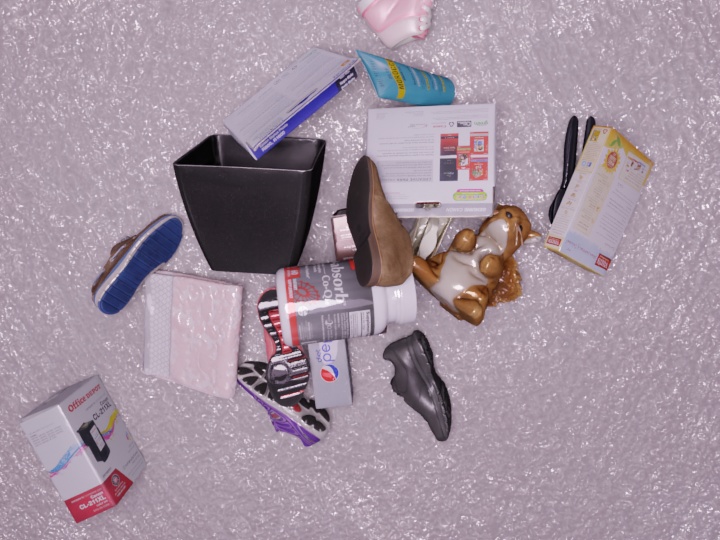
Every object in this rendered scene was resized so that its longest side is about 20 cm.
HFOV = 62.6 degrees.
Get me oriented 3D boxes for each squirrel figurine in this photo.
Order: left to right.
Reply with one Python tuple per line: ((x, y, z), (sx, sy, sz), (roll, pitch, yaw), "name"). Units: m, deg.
((0.198, -0.014, 0.954), (0.141, 0.200, 0.187), (37, 84, 28), "squirrel figurine")

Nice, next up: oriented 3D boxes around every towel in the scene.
((-0.297, 0.108, 1.036), (0.188, 0.032, 0.203), (10, 102, 16), "towel")

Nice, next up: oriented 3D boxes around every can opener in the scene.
((0.352, -0.150, 0.964), (0.062, 0.079, 0.203), (12, 92, 8), "can opener")

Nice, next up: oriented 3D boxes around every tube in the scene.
((0.070, -0.279, 0.887), (0.050, 0.199, 0.078), (-40, 70, 36), "tube")

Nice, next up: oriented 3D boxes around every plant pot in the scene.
((-0.163, -0.103, 0.938), (0.197, 0.200, 0.180), (4, 114, 2), "plant pot")

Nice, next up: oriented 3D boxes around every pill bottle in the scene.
((-0.022, 0.043, 0.884), (0.197, 0.116, 0.118), (-7, 101, -6), "pill bottle")

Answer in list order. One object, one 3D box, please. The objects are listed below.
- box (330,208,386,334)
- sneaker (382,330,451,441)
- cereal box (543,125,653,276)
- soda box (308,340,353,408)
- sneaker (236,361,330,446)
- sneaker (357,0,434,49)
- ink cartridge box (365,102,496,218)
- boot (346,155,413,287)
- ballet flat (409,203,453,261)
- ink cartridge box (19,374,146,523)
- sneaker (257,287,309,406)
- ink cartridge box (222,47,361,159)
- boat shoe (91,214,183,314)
((0.000, 0.000, 0.989), (0.074, 0.100, 0.203), (-5, 101, 4), "box")
((0.103, 0.209, 1.047), (0.090, 0.076, 0.203), (-20, 93, 16), "sneaker")
((0.377, -0.105, 0.934), (0.143, 0.039, 0.202), (21, 95, -38), "cereal box")
((-0.056, 0.133, 1.035), (0.067, 0.063, 0.203), (-6, 101, 3), "soda box")
((-0.150, 0.246, 1.059), (0.199, 0.081, 0.084), (41, 118, 0), "sneaker")
((0.101, -0.424, 0.913), (0.199, 0.075, 0.105), (-33, 93, 16), "sneaker")
((0.109, -0.156, 0.919), (0.197, 0.084, 0.179), (1, 79, 12), "ink cartridge box")
((0.027, -0.070, 0.854), (0.074, 0.074, 0.203), (3, 67, -25), "boot")
((0.128, -0.091, 0.983), (0.069, 0.070, 0.203), (21, 101, -2), "ballet flat")
((-0.484, 0.309, 1.047), (0.082, 0.146, 0.202), (-23, 99, 6), "ink cartridge box")
((-0.127, 0.128, 1.016), (0.072, 0.087, 0.204), (-7, 92, -3), "sneaker")
((-0.101, -0.249, 0.880), (0.199, 0.200, 0.041), (-40, 123, -3), "ink cartridge box")
((-0.388, -0.024, 1.009), (0.072, 0.072, 0.201), (32, 76, 35), "boat shoe")
